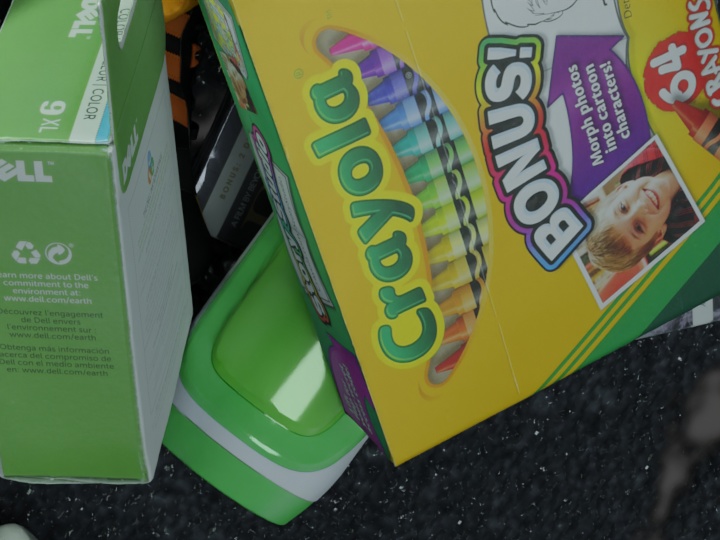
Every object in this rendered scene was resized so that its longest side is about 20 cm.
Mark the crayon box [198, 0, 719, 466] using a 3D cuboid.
[{"bbox_3d":[0.049,-0.056,0.838,0.172,0.058,0.201,-27,119,-14],"label":"crayon box"}]

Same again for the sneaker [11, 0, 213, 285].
[{"bbox_3d":[-0.083,-0.092,0.915,0.090,0.070,0.201,-26,110,-10],"label":"sneaker"}]

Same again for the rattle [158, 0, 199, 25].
[{"bbox_3d":[0.014,-0.136,0.911,0.200,0.129,0.144,17,88,-61],"label":"rattle"}]

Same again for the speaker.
[{"bbox_3d":[0.000,0.000,0.920,0.088,0.088,0.201,36,92,-27],"label":"speaker"}]

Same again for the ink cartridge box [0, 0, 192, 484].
[{"bbox_3d":[-0.102,-0.033,0.822,0.059,0.104,0.201,2,126,5],"label":"ink cartridge box"}]

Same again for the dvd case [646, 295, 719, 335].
[{"bbox_3d":[0.068,-0.031,1.001,0.199,0.016,0.150,-12,109,-19],"label":"dvd case"}]

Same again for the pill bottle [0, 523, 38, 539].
[{"bbox_3d":[-0.187,0.206,0.942,0.200,0.110,0.110,-39,116,-7],"label":"pill bottle"}]

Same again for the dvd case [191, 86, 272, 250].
[{"bbox_3d":[0.034,-0.053,1.007,0.199,0.016,0.150,23,96,-26],"label":"dvd case"}]
